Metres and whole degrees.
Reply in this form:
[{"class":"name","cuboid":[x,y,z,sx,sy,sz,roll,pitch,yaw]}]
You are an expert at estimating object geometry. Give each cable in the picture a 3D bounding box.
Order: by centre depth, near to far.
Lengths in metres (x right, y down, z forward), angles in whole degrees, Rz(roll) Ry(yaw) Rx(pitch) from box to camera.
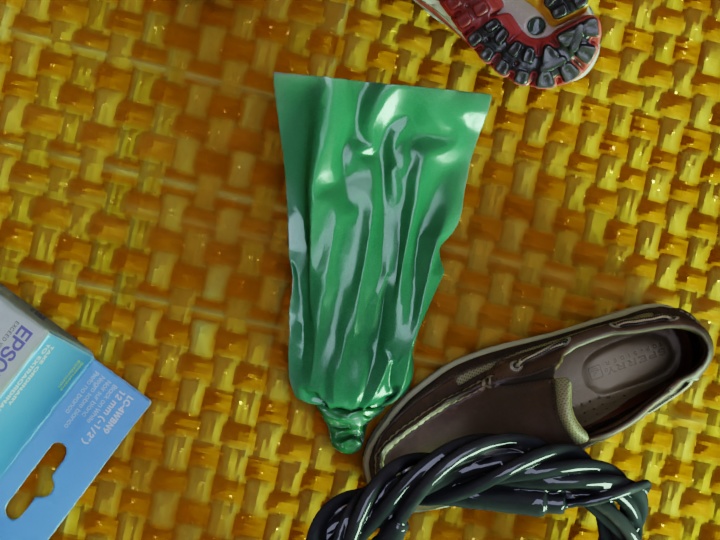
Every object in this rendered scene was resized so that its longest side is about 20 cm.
[{"class":"cable","cuboid":[0.061,0.154,0.796,0.200,0.051,0.163,-33,114,4]}]

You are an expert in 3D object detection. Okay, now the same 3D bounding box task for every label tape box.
[{"class":"label tape box","cuboid":[-0.226,0.064,0.762,0.200,0.066,0.143,38,84,-6]}]

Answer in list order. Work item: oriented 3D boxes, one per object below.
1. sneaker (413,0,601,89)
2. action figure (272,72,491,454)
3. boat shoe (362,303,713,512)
[{"class":"sneaker","cuboid":[0.046,-0.168,0.810,0.078,0.082,0.200,-45,82,13]},{"class":"action figure","cuboid":[0.000,0.000,0.806,0.118,0.055,0.200,5,96,-11]},{"class":"boat shoe","cuboid":[0.096,0.070,0.810,0.202,0.075,0.075,-27,94,-9]}]
